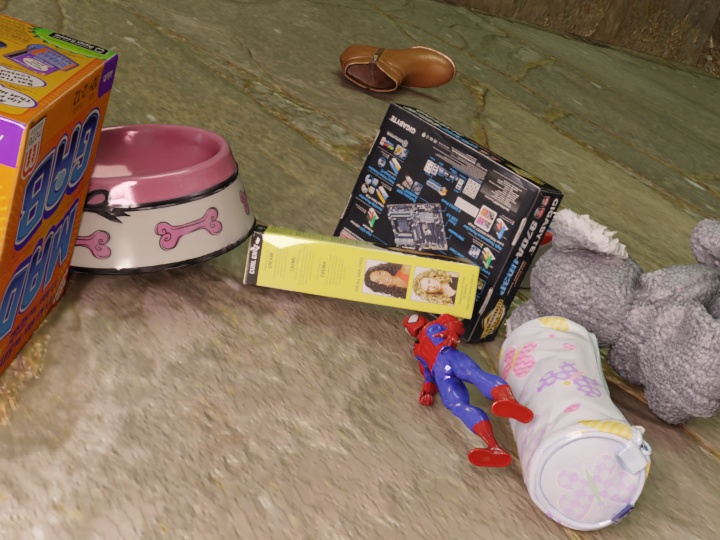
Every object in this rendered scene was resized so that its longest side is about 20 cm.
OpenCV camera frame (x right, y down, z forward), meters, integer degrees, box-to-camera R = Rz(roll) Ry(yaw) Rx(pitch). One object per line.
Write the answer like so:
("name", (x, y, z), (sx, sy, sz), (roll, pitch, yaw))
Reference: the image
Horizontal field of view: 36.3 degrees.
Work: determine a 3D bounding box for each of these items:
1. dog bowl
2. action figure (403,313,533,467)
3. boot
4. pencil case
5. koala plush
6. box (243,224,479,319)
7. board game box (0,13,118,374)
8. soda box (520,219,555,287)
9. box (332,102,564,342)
("dog bowl", (-0.189, -0.067, 0.916), (0.199, 0.074, 0.200), (-1, 22, 1))
("action figure", (0.072, 0.080, 0.870), (0.052, 0.066, 0.200), (14, 16, -18))
("boot", (0.063, -0.327, 1.823), (0.199, 0.074, 0.155), (6, 21, -1))
("pencil case", (0.158, 0.109, 0.844), (0.083, 0.091, 0.200), (38, 16, -15))
("koala plush", (0.244, 0.033, 1.002), (0.199, 0.178, 0.184), (24, 32, 2))
("box", (0.000, 0.000, 0.968), (0.199, 0.050, 0.075), (8, 5, -4))
("board game box", (-0.298, -0.060, 0.715), (0.199, 0.200, 0.200), (18, 22, -4))
("soda box", (0.165, -0.025, 1.198), (0.199, 0.068, 0.063), (3, 27, -36))
("box", (0.077, -0.049, 1.056), (0.200, 0.159, 0.046), (35, 20, 35))
